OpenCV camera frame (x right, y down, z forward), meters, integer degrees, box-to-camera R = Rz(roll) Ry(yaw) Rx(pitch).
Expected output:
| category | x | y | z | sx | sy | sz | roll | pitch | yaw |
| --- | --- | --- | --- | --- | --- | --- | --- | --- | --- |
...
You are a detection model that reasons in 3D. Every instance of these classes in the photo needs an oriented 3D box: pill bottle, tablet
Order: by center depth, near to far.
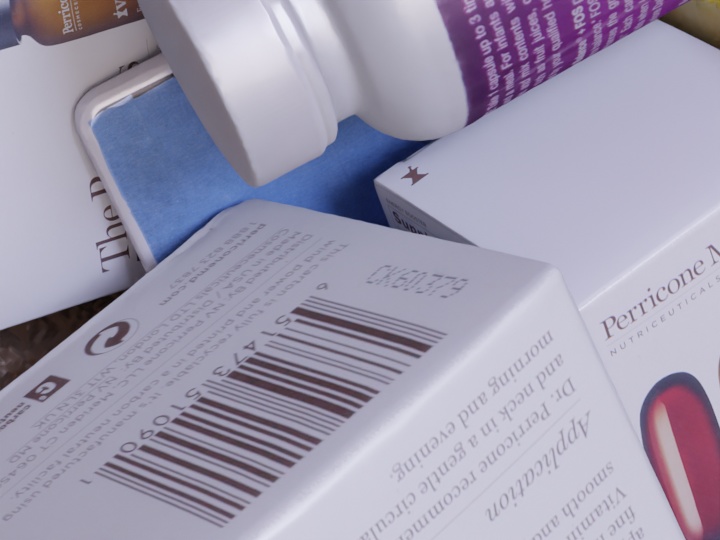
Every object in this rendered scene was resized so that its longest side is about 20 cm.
| category | x | y | z | sx | sy | sz | roll | pitch | yaw |
| --- | --- | --- | --- | --- | --- | --- | --- | --- | --- |
| pill bottle | 0.034 | -0.108 | 0.784 | 0.200 | 0.112 | 0.112 | -30 | 116 | -8 |
| tablet | 0.000 | 0.000 | 0.880 | 0.130 | 0.014 | 0.200 | -27 | 117 | -6 |

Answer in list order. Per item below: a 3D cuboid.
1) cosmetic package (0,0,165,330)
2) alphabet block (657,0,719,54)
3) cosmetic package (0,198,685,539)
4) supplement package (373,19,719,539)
| category | x | y | z | sx | sy | sz | roll | pitch | yaw |
| --- | --- | --- | --- | --- | --- | --- | --- | --- | --- |
| cosmetic package | -0.128 | -0.078 | 0.832 | 0.151 | 0.052 | 0.200 | -18 | 120 | -20 |
| alphabet block | 0.226 | -0.052 | 0.869 | 0.195 | 0.196 | 0.200 | -34 | 117 | -17 |
| cosmetic package | -0.007 | 0.111 | 0.796 | 0.165 | 0.165 | 0.200 | -39 | 119 | -25 |
| supplement package | 0.102 | 0.037 | 0.851 | 0.114 | 0.109 | 0.200 | -35 | 129 | -17 |
